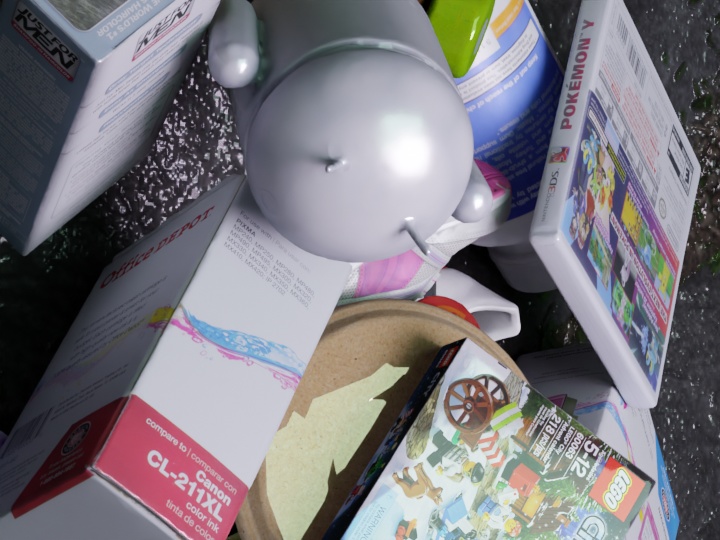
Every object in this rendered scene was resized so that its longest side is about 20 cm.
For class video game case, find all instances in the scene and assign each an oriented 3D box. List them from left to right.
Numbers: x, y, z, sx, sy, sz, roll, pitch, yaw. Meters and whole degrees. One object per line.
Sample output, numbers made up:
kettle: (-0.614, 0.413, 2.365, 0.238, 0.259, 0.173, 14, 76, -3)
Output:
video game case: (0.158, -0.042, 1.359, 0.200, 0.023, 0.183, 55, 43, -50)

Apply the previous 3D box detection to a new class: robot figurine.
robot figurine: (-0.007, -0.080, 1.123, 0.169, 0.200, 0.113, 25, 114, -24)

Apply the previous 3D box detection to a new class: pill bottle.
pill bottle: (0.082, -0.086, 1.370, 0.112, 0.112, 0.200, -49, 123, -30)

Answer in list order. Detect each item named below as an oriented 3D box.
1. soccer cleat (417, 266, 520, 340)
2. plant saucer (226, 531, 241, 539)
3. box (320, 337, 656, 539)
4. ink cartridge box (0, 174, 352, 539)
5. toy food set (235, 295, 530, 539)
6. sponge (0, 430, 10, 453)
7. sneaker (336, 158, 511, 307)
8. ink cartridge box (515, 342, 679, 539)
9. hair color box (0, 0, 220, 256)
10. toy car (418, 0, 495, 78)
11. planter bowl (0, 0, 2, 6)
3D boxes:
soccer cleat: (0.021, 0.076, 1.330, 0.200, 0.085, 0.069, -51, 146, -32)
plant saucer: (-0.039, 0.242, 1.223, 0.199, 0.048, 0.200, -23, 81, -31)
box: (0.053, 0.157, 1.194, 0.136, 0.038, 0.200, 36, 71, -10)
ink cartridge box: (-0.104, 0.067, 1.137, 0.083, 0.146, 0.200, 40, 50, -17)
toy food set: (0.020, 0.110, 1.238, 0.199, 0.049, 0.199, 3, 79, -19)
sponge: (-0.199, 0.147, 1.169, 0.200, 0.030, 0.112, 45, 62, -36)
sneaker: (0.000, 0.000, 1.301, 0.199, 0.081, 0.088, -25, 128, -8)
ink cartridge box: (0.135, 0.153, 1.394, 0.200, 0.084, 0.145, -58, 134, -61)
hair color box: (-0.135, -0.097, 1.101, 0.061, 0.200, 0.099, 44, 59, 5)
toy car: (0.010, -0.220, 1.196, 0.200, 0.164, 0.158, 96, 16, -71)
planter bowl: (-0.142, -0.230, 1.132, 0.200, 0.134, 0.201, -3, 94, -44)
